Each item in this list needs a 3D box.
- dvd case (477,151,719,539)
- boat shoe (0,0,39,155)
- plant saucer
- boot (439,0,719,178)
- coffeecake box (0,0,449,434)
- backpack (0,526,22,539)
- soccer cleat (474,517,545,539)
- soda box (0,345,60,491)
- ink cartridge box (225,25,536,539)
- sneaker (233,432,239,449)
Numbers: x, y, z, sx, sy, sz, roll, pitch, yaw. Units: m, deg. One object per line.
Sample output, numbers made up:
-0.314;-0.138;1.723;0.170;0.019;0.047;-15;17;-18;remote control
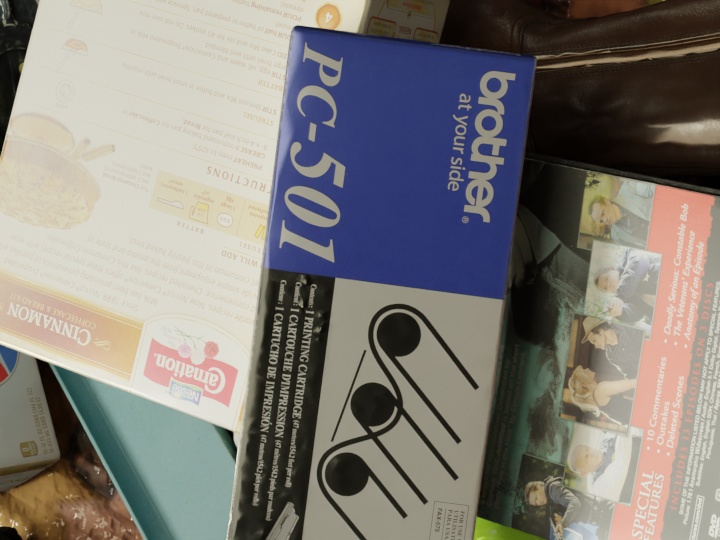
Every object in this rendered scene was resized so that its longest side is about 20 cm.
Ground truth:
0.082;0.031;1.026;0.200;0.022;0.147;13;98;43;dvd case
-0.187;-0.090;1.319;0.071;0.091;0.201;-37;61;30;boat shoe
-0.103;0.064;1.286;0.070;0.019;0.200;-54;49;24;plant saucer
0.112;-0.108;1.117;0.199;0.064;0.187;-12;61;25;boot
-0.064;-0.049;1.105;0.153;0.073;0.201;18;97;28;coffeecake box
-0.195;0.249;1.313;0.182;0.134;0.201;34;113;33;backpack
0.016;0.117;1.196;0.200;0.067;0.081;-18;43;48;soccer cleat
-0.216;0.014;1.358;0.064;0.068;0.201;-30;72;51;soda box
0.008;0.013;1.020;0.094;0.044;0.201;7;95;1;ink cartridge box
0.000;0.000;1.203;0.200;0.075;0.089;-39;56;33;sneaker
